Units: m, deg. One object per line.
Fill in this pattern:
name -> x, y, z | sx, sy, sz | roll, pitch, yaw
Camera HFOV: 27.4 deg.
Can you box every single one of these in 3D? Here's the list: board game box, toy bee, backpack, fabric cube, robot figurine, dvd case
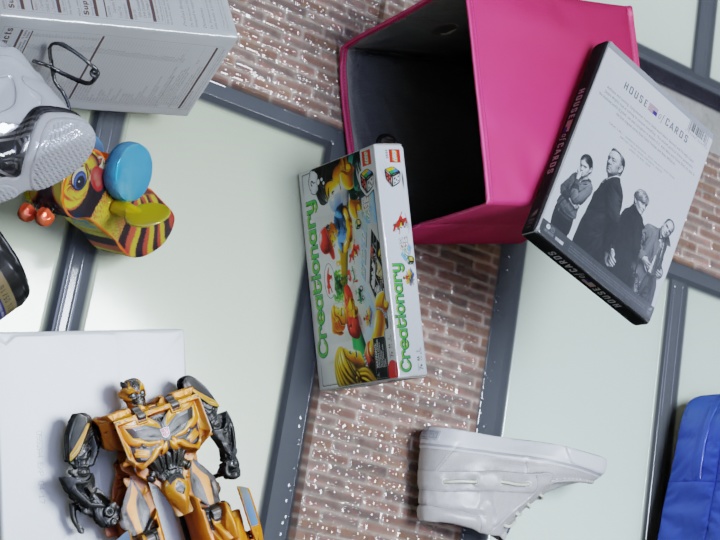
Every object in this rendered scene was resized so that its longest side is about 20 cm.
board game box -> 0.000, 0.000, 1.291 | 0.035, 0.126, 0.201 | -1, 82, -34
toy bee -> -0.224, -0.065, 1.156 | 0.200, 0.131, 0.109 | 49, 58, -32
backpack -> 0.412, 0.224, 1.499 | 0.162, 0.168, 0.201 | 27, 64, -34
fabric cube -> 0.121, -0.134, 1.353 | 0.199, 0.200, 0.197 | -1, 81, -35
robot figurine -> -0.136, 0.174, 1.078 | 0.145, 0.058, 0.201 | -18, 93, -35
dvd case -> 0.227, -0.076, 1.281 | 0.150, 0.025, 0.200 | 36, 64, -27

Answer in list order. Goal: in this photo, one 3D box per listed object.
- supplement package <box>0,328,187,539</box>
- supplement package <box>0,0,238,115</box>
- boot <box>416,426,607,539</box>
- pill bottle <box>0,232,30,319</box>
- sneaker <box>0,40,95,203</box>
supplement package -> -0.220, 0.150, 1.130 | 0.155, 0.111, 0.201 | 1, 82, -33
supplement package -> -0.218, -0.204, 1.177 | 0.199, 0.114, 0.110 | 1, 59, -34
boot -> 0.140, 0.206, 1.388 | 0.199, 0.074, 0.096 | 11, 82, -23
pill bottle -> -0.348, 0.032, 1.059 | 0.200, 0.112, 0.112 | -38, 103, -20
sneaker -> -0.292, -0.101, 1.026 | 0.200, 0.075, 0.115 | -21, 67, -43
